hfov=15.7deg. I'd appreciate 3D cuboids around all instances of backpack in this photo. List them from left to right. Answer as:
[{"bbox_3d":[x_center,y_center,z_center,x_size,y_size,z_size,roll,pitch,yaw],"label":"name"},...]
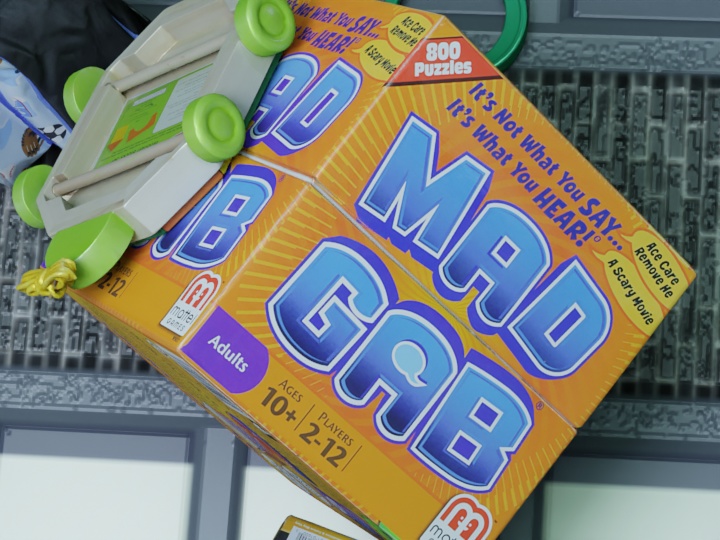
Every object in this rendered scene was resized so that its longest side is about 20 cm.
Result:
[{"bbox_3d":[-0.215,-0.152,1.439,0.154,0.200,0.191,-40,62,-6],"label":"backpack"}]

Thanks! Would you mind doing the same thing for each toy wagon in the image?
[{"bbox_3d":[-0.110,-0.059,1.292,0.040,0.155,0.201,41,54,-27],"label":"toy wagon"}]

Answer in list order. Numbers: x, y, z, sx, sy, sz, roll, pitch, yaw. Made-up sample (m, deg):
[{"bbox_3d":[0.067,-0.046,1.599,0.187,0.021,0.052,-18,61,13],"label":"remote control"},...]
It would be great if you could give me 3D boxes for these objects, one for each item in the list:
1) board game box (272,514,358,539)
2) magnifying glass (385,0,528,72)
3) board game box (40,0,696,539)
[{"bbox_3d":[0.057,0.206,1.292,0.199,0.165,0.057,18,67,25],"label":"board game box"},{"bbox_3d":[-0.002,-0.157,1.493,0.199,0.022,0.080,14,78,8],"label":"magnifying glass"},{"bbox_3d":[0.000,0.000,1.317,0.200,0.200,0.200,42,81,-27],"label":"board game box"}]
